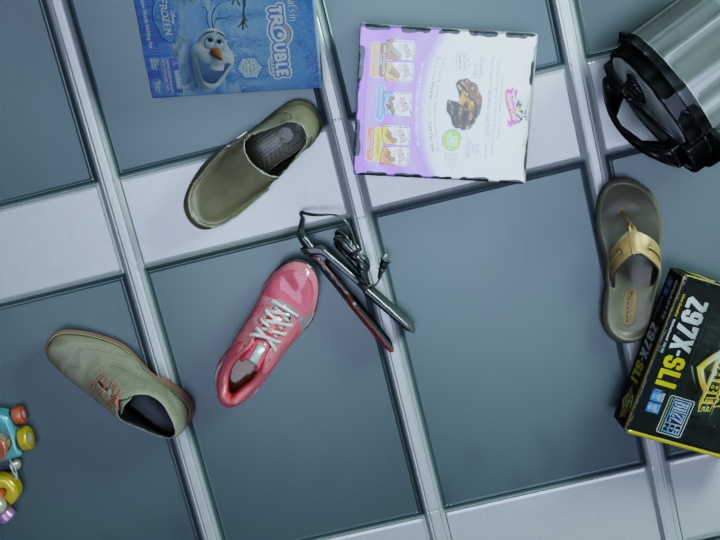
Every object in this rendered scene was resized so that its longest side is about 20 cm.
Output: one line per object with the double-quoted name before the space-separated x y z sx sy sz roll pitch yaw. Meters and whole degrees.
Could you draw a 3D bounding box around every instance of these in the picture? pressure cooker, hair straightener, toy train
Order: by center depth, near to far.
"pressure cooker" 0.364 -0.208 1.270 0.199 0.176 0.179 -36 95 5
"hair straightener" 0.000 0.000 1.397 0.077 0.041 0.200 -40 94 9
"toy train" -0.489 0.245 1.448 0.149 0.056 0.201 22 102 -4

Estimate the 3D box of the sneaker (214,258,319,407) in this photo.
"sneaker" -0.108 0.082 1.387 0.073 0.087 0.201 30 101 -6

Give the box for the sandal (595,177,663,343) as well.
"sandal" 0.318 -0.007 1.375 0.080 0.054 0.202 -1 102 2

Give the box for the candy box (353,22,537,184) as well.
"candy box" 0.094 -0.191 1.332 0.198 0.072 0.169 4 102 1

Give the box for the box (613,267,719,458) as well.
"box" 0.410 0.113 1.391 0.158 0.049 0.201 17 102 -10

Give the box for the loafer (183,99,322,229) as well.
"loafer" -0.130 -0.122 1.354 0.200 0.067 0.076 -44 98 9

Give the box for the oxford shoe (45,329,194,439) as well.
"oxford shoe" -0.292 0.136 1.409 0.199 0.075 0.071 28 102 -4

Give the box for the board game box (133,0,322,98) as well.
"board game box" -0.148 -0.292 1.292 0.197 0.044 0.201 -4 127 2
